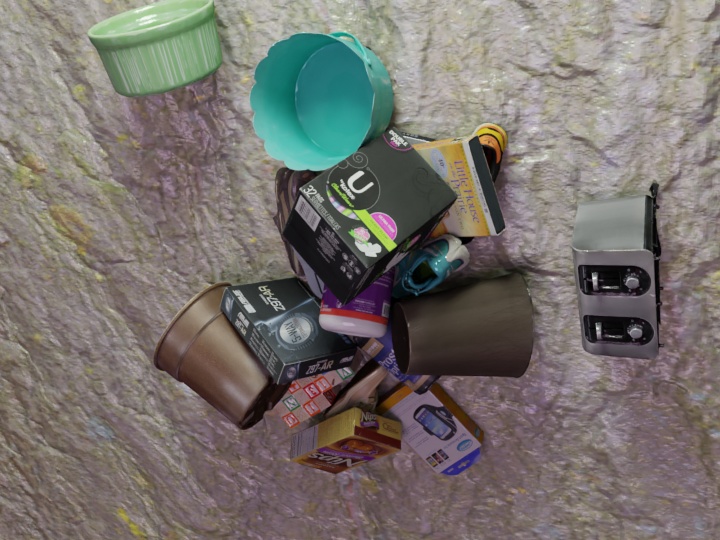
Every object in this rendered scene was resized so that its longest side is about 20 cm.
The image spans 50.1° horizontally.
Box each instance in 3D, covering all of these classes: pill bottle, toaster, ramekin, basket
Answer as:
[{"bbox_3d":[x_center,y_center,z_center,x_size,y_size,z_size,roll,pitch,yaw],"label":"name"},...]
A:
[{"bbox_3d":[0.058,0.110,1.322,0.199,0.112,0.112,38,121,-1],"label":"pill bottle"},{"bbox_3d":[0.378,-0.001,1.122,0.116,0.201,0.184,-1,122,22],"label":"toaster"},{"bbox_3d":[-0.310,-0.346,1.193,0.196,0.201,0.099,-1,122,20],"label":"ramekin"},{"bbox_3d":[0.000,0.000,1.225,0.110,0.112,0.205,5,82,16],"label":"pill bottle"},{"bbox_3d":[0.156,0.098,1.221,0.196,0.137,0.184,-6,122,-12],"label":"basket"}]

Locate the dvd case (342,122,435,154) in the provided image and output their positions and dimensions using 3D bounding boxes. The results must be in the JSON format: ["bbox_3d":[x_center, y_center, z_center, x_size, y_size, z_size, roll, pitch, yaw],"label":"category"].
[{"bbox_3d":[0.036,-0.132,1.267,0.147,0.025,0.204,14,119,12],"label":"dvd case"}]

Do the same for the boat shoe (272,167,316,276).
[{"bbox_3d":[-0.108,-0.088,1.322,0.073,0.074,0.204,26,128,36],"label":"boat shoe"}]

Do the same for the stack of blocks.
[{"bbox_3d":[-0.090,0.199,1.448,0.199,0.059,0.116,-34,100,29],"label":"stack of blocks"}]

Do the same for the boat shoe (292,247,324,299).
[{"bbox_3d":[-0.069,-0.036,1.293,0.071,0.063,0.202,14,141,21],"label":"boat shoe"}]

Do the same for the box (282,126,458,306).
[{"bbox_3d":[0.013,-0.080,1.113,0.149,0.199,0.125,48,148,9],"label":"box"}]

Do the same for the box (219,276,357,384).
[{"bbox_3d":[-0.123,0.096,1.306,0.200,0.158,0.044,47,127,34],"label":"box"}]

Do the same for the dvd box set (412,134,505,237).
[{"bbox_3d":[0.117,-0.120,1.163,0.198,0.029,0.149,2,119,49],"label":"dvd box set"}]

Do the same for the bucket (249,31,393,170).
[{"bbox_3d":[-0.052,-0.256,1.158,0.203,0.135,0.212,5,105,20],"label":"bucket"}]

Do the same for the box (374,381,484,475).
[{"bbox_3d":[0.135,0.286,1.422,0.200,0.042,0.119,46,120,-8],"label":"box"}]

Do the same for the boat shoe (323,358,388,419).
[{"bbox_3d":[0.004,0.231,1.423,0.065,0.072,0.200,39,126,-2],"label":"boat shoe"}]

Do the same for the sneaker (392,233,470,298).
[{"bbox_3d":[0.089,0.002,1.210,0.078,0.079,0.200,50,149,-2],"label":"sneaker"}]

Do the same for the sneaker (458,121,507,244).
[{"bbox_3d":[0.168,-0.123,1.185,0.069,0.090,0.203,20,119,9],"label":"sneaker"}]

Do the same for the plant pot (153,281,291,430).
[{"bbox_3d":[-0.229,0.162,1.373,0.197,0.199,0.202,39,122,14],"label":"plant pot"}]

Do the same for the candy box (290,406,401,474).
[{"bbox_3d":[-0.029,0.321,1.434,0.115,0.057,0.199,24,143,-31],"label":"candy box"}]
